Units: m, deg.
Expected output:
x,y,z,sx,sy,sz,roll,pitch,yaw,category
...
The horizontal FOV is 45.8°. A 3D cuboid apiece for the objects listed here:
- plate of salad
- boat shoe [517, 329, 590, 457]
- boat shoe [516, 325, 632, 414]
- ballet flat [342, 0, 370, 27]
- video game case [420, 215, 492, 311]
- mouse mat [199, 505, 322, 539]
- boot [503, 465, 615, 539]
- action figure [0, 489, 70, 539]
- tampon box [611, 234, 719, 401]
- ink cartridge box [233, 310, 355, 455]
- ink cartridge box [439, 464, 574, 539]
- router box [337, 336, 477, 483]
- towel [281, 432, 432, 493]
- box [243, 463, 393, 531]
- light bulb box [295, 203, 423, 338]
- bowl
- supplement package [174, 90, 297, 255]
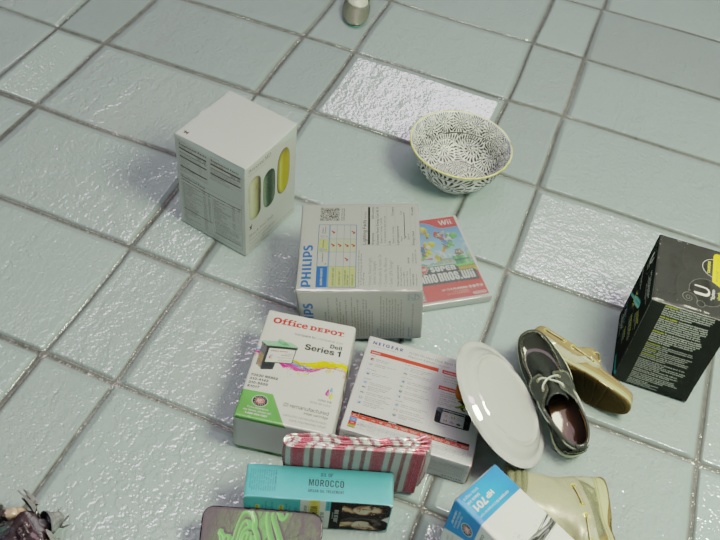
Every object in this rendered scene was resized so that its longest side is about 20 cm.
x,y,z,sx,sy,sz,roll,pitch,yaw,category
0.200,0.198,1.251,0.199,0.048,0.202,35,35,-29,plate of salad
0.293,0.178,1.280,0.071,0.068,0.202,-20,71,2,boat shoe
0.348,0.151,1.350,0.199,0.074,0.066,33,57,21,boat shoe
-0.003,-0.666,2.054,0.066,0.064,0.202,10,48,2,ballet flat
0.135,-0.016,1.512,0.141,0.018,0.201,-8,49,-14,video game case
-0.132,0.402,1.072,0.158,0.008,0.202,4,61,-3,mouse mat
0.262,0.358,1.152,0.152,0.073,0.201,10,41,0,boot
-0.456,0.358,1.066,0.199,0.070,0.130,-28,50,-33,action figure
0.495,0.076,1.351,0.125,0.201,0.151,17,48,9,tampon box
-0.095,0.169,1.268,0.143,0.085,0.201,11,47,3,ink cartridge box
0.203,0.372,1.080,0.085,0.147,0.200,-29,57,-31,ink cartridge box
0.084,0.205,1.283,0.197,0.049,0.181,15,48,7,router box
-0.008,0.260,1.155,0.197,0.147,0.030,4,54,-3,towel
-0.057,0.308,1.150,0.197,0.083,0.050,4,49,-3,box
0.000,0.000,1.396,0.197,0.126,0.200,0,47,1,light bulb box
0.187,-0.210,1.644,0.198,0.095,0.202,3,47,-3,bowl
-0.213,-0.168,1.481,0.149,0.201,0.152,28,51,18,supplement package
